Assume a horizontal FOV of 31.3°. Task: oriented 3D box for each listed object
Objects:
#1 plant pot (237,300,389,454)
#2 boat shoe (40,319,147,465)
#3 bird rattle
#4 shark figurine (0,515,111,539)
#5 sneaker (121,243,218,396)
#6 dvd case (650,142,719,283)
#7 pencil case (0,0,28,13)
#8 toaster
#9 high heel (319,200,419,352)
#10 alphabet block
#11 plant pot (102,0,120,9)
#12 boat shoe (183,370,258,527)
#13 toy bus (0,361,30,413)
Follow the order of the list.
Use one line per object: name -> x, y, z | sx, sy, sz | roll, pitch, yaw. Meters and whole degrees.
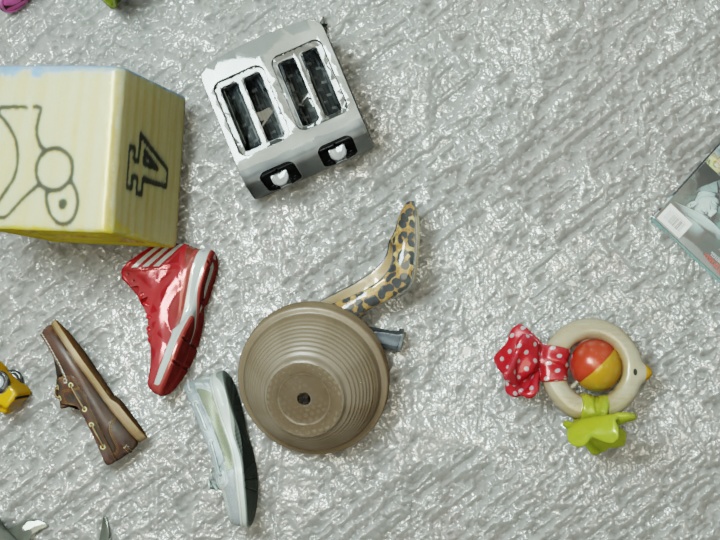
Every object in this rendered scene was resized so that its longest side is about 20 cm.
plant pot -> -0.065, 0.148, 1.628 | 0.199, 0.093, 0.203 | 2, 104, 8
boat shoe -> -0.364, 0.161, 1.682 | 0.070, 0.070, 0.201 | -36, 85, -3
bird rattle -> 0.278, 0.135, 1.646 | 0.163, 0.113, 0.200 | -41, 72, -11
shark figurine -> -0.429, 0.373, 1.668 | 0.212, 0.089, 0.130 | 11, 89, 6
sneaker -> -0.268, 0.057, 1.691 | 0.114, 0.078, 0.202 | 15, 76, 12
dvd case -> 0.498, -0.093, 1.672 | 0.146, 0.022, 0.200 | 42, 89, 5
pencil case -> -0.505, -0.447, 1.715 | 0.091, 0.094, 0.200 | -41, 85, 0
toaster -> -0.096, -0.217, 1.666 | 0.179, 0.119, 0.202 | -22, 85, 1
high heel -> 0.000, 0.000, 1.668 | 0.141, 0.071, 0.202 | 10, 96, -2
alphabet block -> -0.347, -0.140, 1.620 | 0.193, 0.196, 0.202 | 4, 87, 19
plant pot -> -0.295, -0.479, 1.668 | 0.192, 0.200, 0.201 | -35, 85, -11
boat shoe -> -0.179, 0.235, 1.670 | 0.064, 0.074, 0.204 | -15, 82, 8
toy bus -> -0.535, 0.120, 1.697 | 0.200, 0.065, 0.078 | 41, 90, 5
